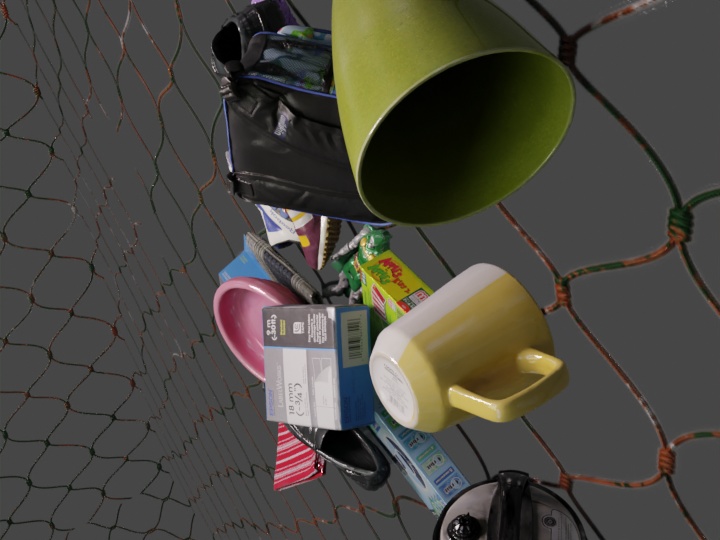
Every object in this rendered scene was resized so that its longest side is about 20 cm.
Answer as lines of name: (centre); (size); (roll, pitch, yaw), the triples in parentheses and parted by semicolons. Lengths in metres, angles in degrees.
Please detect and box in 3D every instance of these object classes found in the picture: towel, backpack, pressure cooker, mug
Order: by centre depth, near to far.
mug: (0.099, 0.084, 0.841); (0.150, 0.152, 0.187); (62, 155, 7)
backpack: (-0.026, -0.150, 0.859); (0.198, 0.148, 0.184); (15, 143, 6)
pressure cooker: (0.162, 0.332, 0.914); (0.176, 0.178, 0.201); (42, 148, 46)
towel: (-0.090, 0.221, 1.262); (0.144, 0.022, 0.201); (-34, 47, 50)
towel: (-0.082, 0.045, 1.270); (0.192, 0.034, 0.201); (39, 163, 42)

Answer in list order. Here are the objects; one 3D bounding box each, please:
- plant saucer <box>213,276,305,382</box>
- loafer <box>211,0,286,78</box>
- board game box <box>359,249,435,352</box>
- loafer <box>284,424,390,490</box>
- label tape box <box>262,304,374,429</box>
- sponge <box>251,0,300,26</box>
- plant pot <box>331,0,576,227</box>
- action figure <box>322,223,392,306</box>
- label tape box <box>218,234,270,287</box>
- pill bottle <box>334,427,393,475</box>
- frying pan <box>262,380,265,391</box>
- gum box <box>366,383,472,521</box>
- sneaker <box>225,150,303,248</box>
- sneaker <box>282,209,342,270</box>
plant saucer: (-0.126, 0.088, 1.222); (0.200, 0.051, 0.202); (25, 138, 25)
loafer: (-0.157, -0.284, 1.045); (0.200, 0.070, 0.069); (-8, 105, 64)
board game box: (0.052, 0.082, 1.041); (0.102, 0.047, 0.201); (45, 154, 37)
loafer: (-0.041, 0.221, 1.144); (0.200, 0.068, 0.071); (36, 161, 22)
label tape box: (-0.077, 0.117, 1.051); (0.199, 0.063, 0.146); (-3, 90, 44)
sponge: (-0.117, -0.270, 1.099); (0.112, 0.030, 0.200); (58, 154, 13)
plant pot: (0.051, -0.173, 0.704); (0.188, 0.186, 0.201); (101, 152, -52)
action figure: (0.000, 0.000, 1.090); (0.119, 0.054, 0.200); (60, 151, 18)
label tape box: (-0.198, 0.058, 1.523); (0.144, 0.063, 0.201); (46, 150, 35)
pill bottle: (-0.030, 0.237, 1.291); (0.200, 0.112, 0.113); (20, 130, 57)
frying pan: (-0.132, 0.125, 1.340); (0.115, 0.031, 0.192); (-147, 52, -62)
gum box: (0.072, 0.242, 1.097); (0.200, 0.044, 0.170); (51, 167, 11)
sneaker: (-0.127, -0.097, 1.218); (0.199, 0.080, 0.116); (44, 146, 36)
sneaker: (-0.075, -0.094, 1.085); (0.089, 0.075, 0.201); (10, 124, 12)
